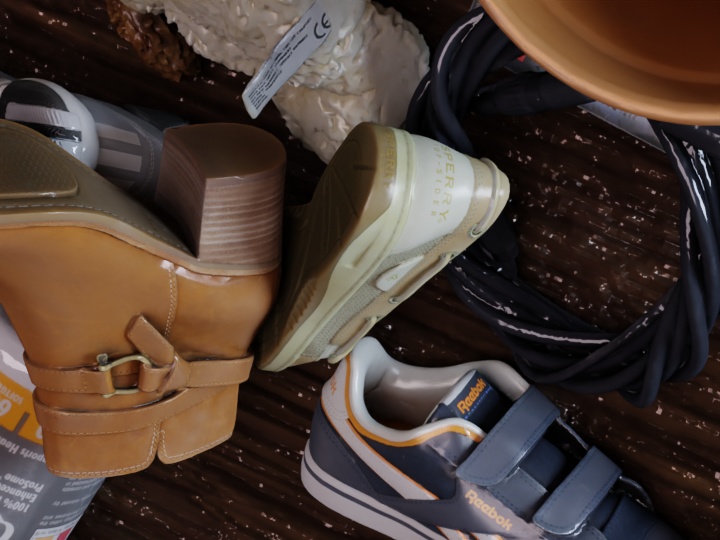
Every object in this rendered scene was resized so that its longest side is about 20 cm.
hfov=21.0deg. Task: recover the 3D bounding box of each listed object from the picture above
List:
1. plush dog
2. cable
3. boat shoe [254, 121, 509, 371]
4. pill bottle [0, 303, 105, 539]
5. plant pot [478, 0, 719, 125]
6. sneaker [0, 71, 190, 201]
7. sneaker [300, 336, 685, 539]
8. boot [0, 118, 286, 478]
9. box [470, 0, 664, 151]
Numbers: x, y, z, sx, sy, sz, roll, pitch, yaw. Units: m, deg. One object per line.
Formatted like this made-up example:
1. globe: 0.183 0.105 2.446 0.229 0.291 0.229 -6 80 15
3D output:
1. plush dog: -0.061 -0.155 0.846 0.171 0.160 0.201 22 109 42
2. cable: 0.086 -0.022 0.817 0.163 0.051 0.200 31 140 6
3. boat shoe: 0.000 -0.003 0.848 0.063 0.201 0.073 10 63 -15
4. pill bottle: -0.189 0.096 0.948 0.116 0.116 0.200 37 111 9
5. plant pot: 0.138 -0.160 0.701 0.199 0.140 0.201 4 102 19
6. sneaker: -0.146 -0.056 0.924 0.200 0.115 0.075 21 99 52
7. sneaker: 0.067 0.095 0.872 0.199 0.078 0.080 21 120 16
8. boot: -0.127 0.020 0.811 0.199 0.074 0.155 -2 124 -21
9. box: 0.143 -0.155 0.806 0.137 0.040 0.201 29 110 13
